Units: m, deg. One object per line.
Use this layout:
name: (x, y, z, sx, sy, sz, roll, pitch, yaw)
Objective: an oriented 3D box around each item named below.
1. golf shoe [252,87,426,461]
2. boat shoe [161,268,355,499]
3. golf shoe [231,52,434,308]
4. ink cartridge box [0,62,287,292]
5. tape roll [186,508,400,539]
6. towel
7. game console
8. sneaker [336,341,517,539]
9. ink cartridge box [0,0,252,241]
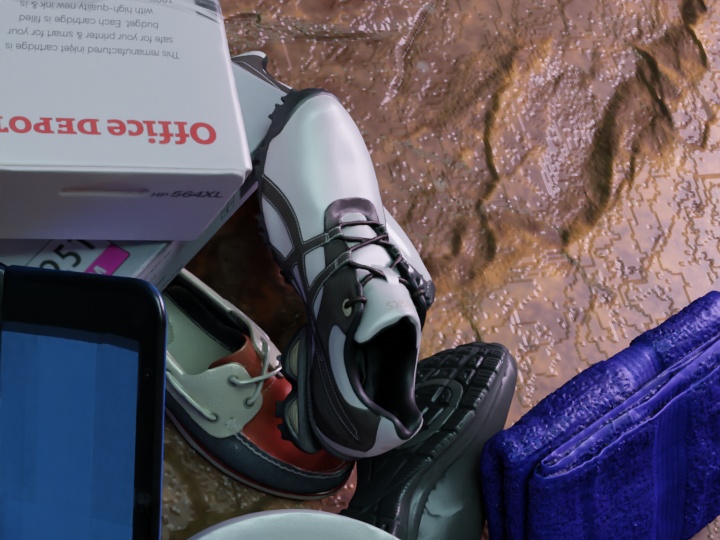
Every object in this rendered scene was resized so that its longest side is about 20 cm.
golf shoe: (0.000, 0.000, 0.950, 0.078, 0.094, 0.201, -10, 94, -36)
boat shoe: (-0.080, 0.051, 0.998, 0.200, 0.063, 0.071, 40, 52, 0)
golf shoe: (-0.021, -0.057, 1.069, 0.200, 0.078, 0.094, 42, 54, 3)
ink cartridge box: (-0.159, -0.059, 0.971, 0.173, 0.044, 0.200, 31, 59, 16)
tape roll: (-0.034, 0.219, 0.884, 0.202, 0.037, 0.203, 1, 85, -8)
towel: (0.155, 0.116, 1.022, 0.200, 0.148, 0.049, -29, 33, -33)
game console: (-0.189, 0.098, 0.836, 0.170, 0.118, 0.201, 1, 94, -22)
sneaker: (0.036, 0.130, 0.991, 0.091, 0.076, 0.200, 46, 64, -35)
ink cartridge box: (-0.149, -0.119, 0.897, 0.146, 0.084, 0.200, 0, 66, -27)
